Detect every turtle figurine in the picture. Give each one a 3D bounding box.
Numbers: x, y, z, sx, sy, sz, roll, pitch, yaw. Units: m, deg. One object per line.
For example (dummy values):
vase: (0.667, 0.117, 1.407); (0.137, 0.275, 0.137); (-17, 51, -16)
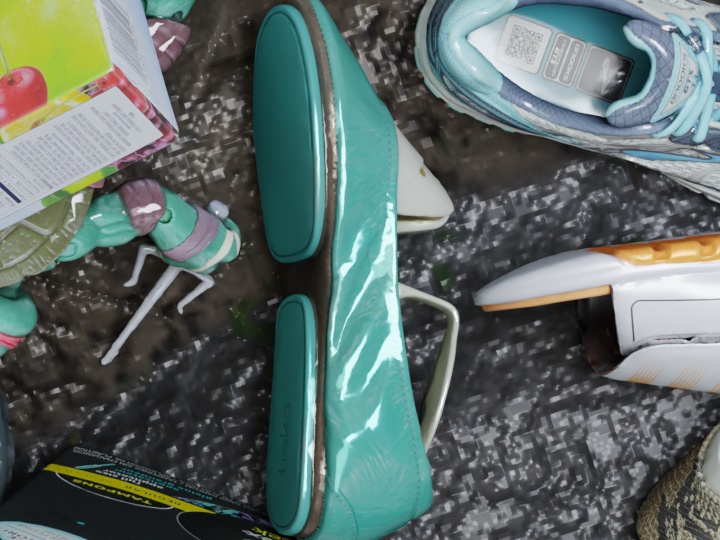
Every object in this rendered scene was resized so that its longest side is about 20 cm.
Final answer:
turtle figurine: (-0.113, -0.038, 0.928); (0.149, 0.101, 0.201); (19, 89, 1)

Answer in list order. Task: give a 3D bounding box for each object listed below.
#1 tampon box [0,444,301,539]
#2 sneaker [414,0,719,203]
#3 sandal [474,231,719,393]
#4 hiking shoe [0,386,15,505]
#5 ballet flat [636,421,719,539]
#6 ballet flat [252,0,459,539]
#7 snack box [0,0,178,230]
tampon box: (-0.068, 0.154, 0.885); (0.150, 0.200, 0.127); (20, 95, 0)
sneaker: (0.116, -0.061, 0.917); (0.199, 0.086, 0.078); (9, 96, 2)
sandal: (0.145, 0.014, 0.925); (0.206, 0.079, 0.059); (-6, 91, 1)
hiking shoe: (-0.200, 0.112, 0.921); (0.087, 0.074, 0.200); (25, 110, -39)
ballet flat: (0.184, 0.065, 0.902); (0.199, 0.068, 0.075); (-2, 136, 27)
ballet flat: (0.000, 0.000, 0.942); (0.070, 0.067, 0.201); (-1, 88, -25)
snack box: (-0.154, -0.102, 0.883); (0.142, 0.053, 0.200); (-25, 56, 11)
